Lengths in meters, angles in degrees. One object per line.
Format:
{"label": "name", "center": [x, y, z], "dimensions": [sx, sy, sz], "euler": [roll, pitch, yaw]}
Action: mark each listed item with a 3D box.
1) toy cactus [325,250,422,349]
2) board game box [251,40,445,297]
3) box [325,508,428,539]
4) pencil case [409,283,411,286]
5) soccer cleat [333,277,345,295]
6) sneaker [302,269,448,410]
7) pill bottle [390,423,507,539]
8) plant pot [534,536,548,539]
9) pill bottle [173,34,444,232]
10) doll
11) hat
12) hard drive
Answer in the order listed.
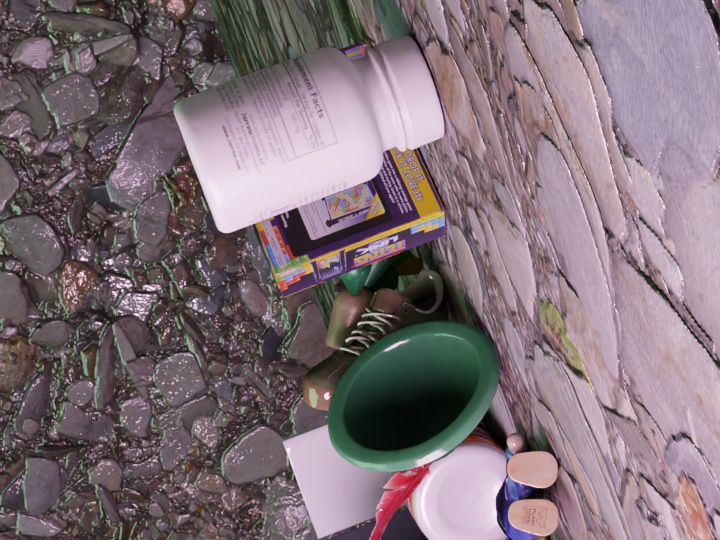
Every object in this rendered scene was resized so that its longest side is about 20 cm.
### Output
{"label": "toy cactus", "center": [0.000, 0.000, 1.706], "dimensions": [0.200, 0.102, 0.166], "euler": [38, -107, -80]}
{"label": "board game box", "center": [-0.033, -0.096, 1.558], "dimensions": [0.057, 0.165, 0.200], "euler": [84, 165, -64]}
{"label": "box", "center": [0.073, 0.330, 1.887], "dimensions": [0.141, 0.199, 0.079], "euler": [77, 171, -51]}
{"label": "pencil case", "center": [0.034, 0.068, 1.937], "dimensions": [0.094, 0.091, 0.200], "euler": [34, 172, 0]}
{"label": "soccer cleat", "center": [0.033, 0.080, 2.229], "dimensions": [0.084, 0.065, 0.200], "euler": [29, -155, -49]}
{"label": "sneaker", "center": [0.017, 0.059, 1.647], "dimensions": [0.067, 0.200, 0.090], "euler": [22, 122, 35]}
{"label": "pill bottle", "center": [0.091, 0.204, 1.709], "dimensions": [0.200, 0.113, 0.113], "euler": [-133, 24, -76]}
{"label": "plant pot", "center": [0.125, 0.379, 1.683], "dimensions": [0.200, 0.195, 0.194], "euler": [63, 175, -4]}
{"label": "pill bottle", "center": [-0.040, -0.116, 1.362], "dimensions": [0.114, 0.199, 0.115], "euler": [159, 90, -85]}
{"label": "doll", "center": [0.143, 0.211, 1.496], "dimensions": [0.200, 0.048, 0.137], "euler": [84, -173, -78]}
{"label": "hat", "center": [0.074, 0.164, 1.575], "dimensions": [0.176, 0.199, 0.166], "euler": [54, -135, -38]}
{"label": "hard drive", "center": [0.018, 0.237, 2.105], "dimensions": [0.027, 0.199, 0.132], "euler": [-145, 35, -81]}
